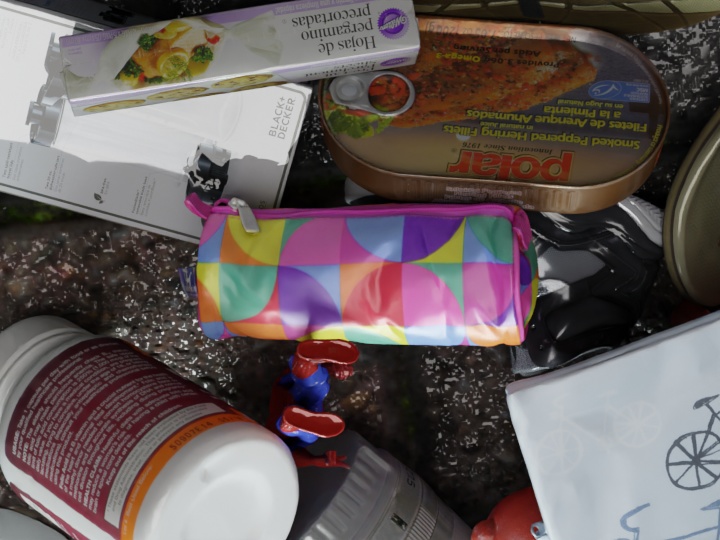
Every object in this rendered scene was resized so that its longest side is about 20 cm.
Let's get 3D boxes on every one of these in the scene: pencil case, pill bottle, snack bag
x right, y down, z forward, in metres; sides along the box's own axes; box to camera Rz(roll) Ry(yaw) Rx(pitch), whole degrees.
[{"bbox_3d":[0.000,0.000,1.142,0.199,0.088,0.089,1,111,9],"label":"pencil case"},{"bbox_3d":[-0.140,0.106,1.193,0.114,0.200,0.114,-23,126,-36],"label":"pill bottle"},{"bbox_3d":[0.185,0.122,1.152,0.188,0.021,0.200,-20,105,-5],"label":"snack bag"}]

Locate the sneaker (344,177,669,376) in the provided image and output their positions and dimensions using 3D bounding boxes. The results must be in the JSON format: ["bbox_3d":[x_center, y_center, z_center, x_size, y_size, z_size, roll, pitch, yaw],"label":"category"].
[{"bbox_3d":[0.083,0.001,1.201,0.199,0.075,0.114,10,82,-6],"label":"sneaker"}]

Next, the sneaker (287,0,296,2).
[{"bbox_3d":[-0.032,-0.216,1.100,0.104,0.060,0.200,-27,142,23],"label":"sneaker"}]

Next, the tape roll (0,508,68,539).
[{"bbox_3d":[-0.258,0.257,1.325,0.202,0.071,0.203,0,111,1],"label":"tape roll"}]

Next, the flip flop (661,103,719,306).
[{"bbox_3d":[0.239,-0.067,1.187,0.081,0.058,0.200,8,112,-49],"label":"flip flop"}]

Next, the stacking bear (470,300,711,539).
[{"bbox_3d":[0.161,0.129,1.218,0.200,0.114,0.122,-35,107,-5],"label":"stacking bear"}]

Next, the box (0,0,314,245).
[{"bbox_3d":[-0.136,-0.091,1.199,0.199,0.060,0.117,14,110,-5],"label":"box"}]

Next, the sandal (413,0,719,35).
[{"bbox_3d":[0.114,-0.173,1.164,0.199,0.080,0.054,3,78,7],"label":"sandal"}]

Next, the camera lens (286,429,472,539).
[{"bbox_3d":[0.014,0.218,1.257,0.160,0.160,0.200,-41,105,15],"label":"camera lens"}]

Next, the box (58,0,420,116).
[{"bbox_3d":[-0.068,-0.123,1.134,0.199,0.041,0.039,-9,84,-5],"label":"box"}]

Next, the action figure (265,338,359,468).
[{"bbox_3d":[-0.030,0.083,1.200,0.052,0.200,0.066,8,79,-8],"label":"action figure"}]

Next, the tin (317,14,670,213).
[{"bbox_3d":[0.075,-0.088,1.161,0.199,0.112,0.042,5,146,4],"label":"tin"}]
